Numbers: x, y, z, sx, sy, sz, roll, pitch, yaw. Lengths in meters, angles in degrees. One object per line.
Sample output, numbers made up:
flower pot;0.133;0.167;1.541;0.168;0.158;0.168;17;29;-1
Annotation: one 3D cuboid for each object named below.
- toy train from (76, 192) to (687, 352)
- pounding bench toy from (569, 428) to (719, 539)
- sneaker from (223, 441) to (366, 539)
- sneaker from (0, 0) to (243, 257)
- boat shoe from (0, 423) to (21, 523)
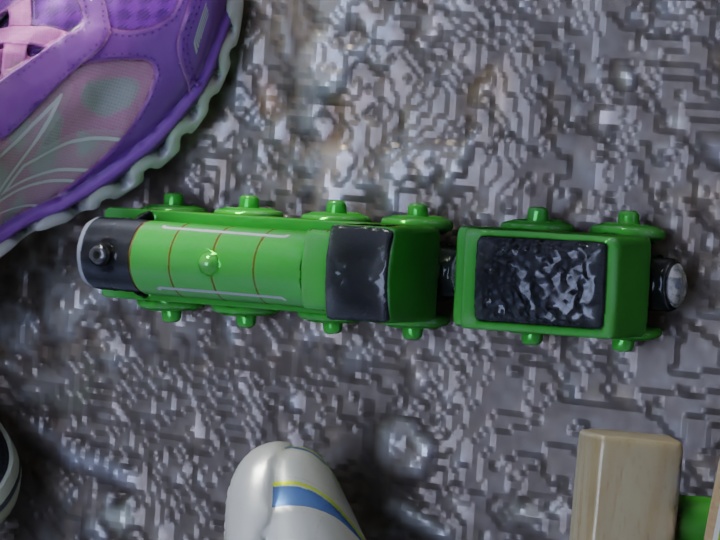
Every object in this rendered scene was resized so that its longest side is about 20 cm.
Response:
toy train;0.000;0.000;0.850;0.200;0.056;0.042;3;93;30
pounding bench toy;0.163;0.080;0.715;0.200;0.156;0.125;22;105;60
sneaker;0.031;0.137;0.837;0.105;0.076;0.200;-19;84;13
sneaker;-0.121;-0.048;0.878;0.200;0.088;0.081;-43;69;0
boat shoe;-0.192;0.024;0.948;0.075;0.062;0.200;-40;62;-22
